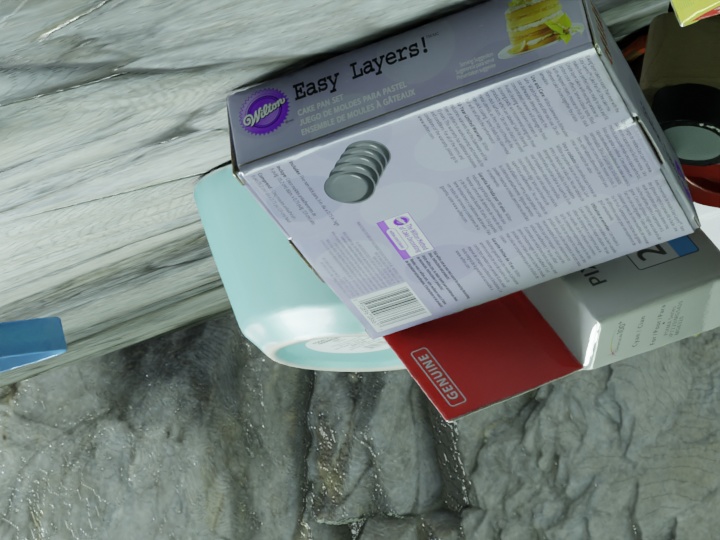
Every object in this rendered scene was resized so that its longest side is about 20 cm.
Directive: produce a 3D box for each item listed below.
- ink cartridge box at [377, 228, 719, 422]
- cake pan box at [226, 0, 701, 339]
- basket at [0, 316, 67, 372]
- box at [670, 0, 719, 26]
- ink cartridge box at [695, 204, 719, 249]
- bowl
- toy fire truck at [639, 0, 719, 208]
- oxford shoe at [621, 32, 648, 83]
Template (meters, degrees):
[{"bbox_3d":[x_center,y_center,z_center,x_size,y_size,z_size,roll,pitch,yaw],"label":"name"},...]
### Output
[{"bbox_3d":[0.073,-0.024,1.525,0.176,0.200,0.045,-19,140,-25],"label":"ink cartridge box"},{"bbox_3d":[0.055,-0.049,1.398,0.184,0.052,0.200,-18,148,15],"label":"cake pan box"},{"bbox_3d":[-0.255,0.055,1.317,0.176,0.139,0.200,-19,169,29],"label":"basket"},{"bbox_3d":[0.195,-0.153,1.140,0.075,0.050,0.200,-18,178,-26],"label":"box"},{"bbox_3d":[0.278,-0.091,1.987,0.200,0.146,0.147,-17,178,-37],"label":"ink cartridge box"},{"bbox_3d":[0.000,0.000,1.724,0.201,0.105,0.201,-2,167,0],"label":"bowl"},{"bbox_3d":[0.245,-0.077,1.534,0.176,0.129,0.200,6,152,12],"label":"toy fire truck"},{"bbox_3d":[0.192,-0.112,1.759,0.071,0.073,0.200,-17,177,-31],"label":"oxford shoe"}]
